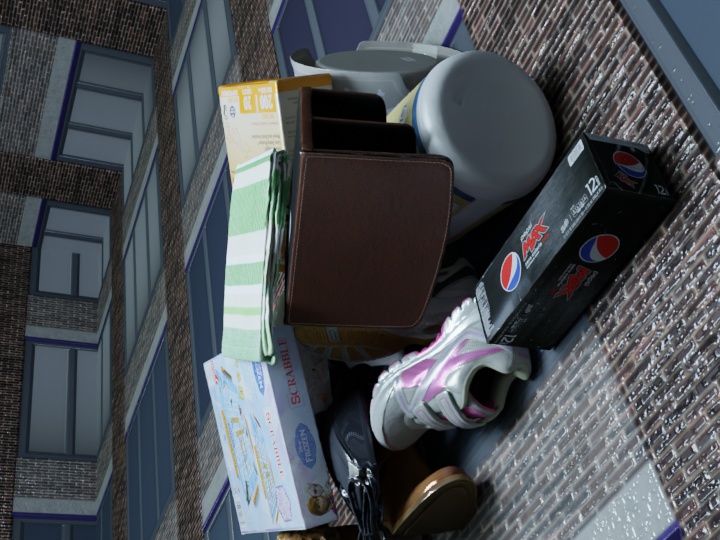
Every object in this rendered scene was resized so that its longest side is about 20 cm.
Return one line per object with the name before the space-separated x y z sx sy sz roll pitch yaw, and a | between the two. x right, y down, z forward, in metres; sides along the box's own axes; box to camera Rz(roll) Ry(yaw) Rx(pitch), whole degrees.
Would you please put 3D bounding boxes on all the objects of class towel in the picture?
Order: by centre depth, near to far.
towel | -0.105 -0.012 0.997 0.152 0.023 0.203 177 96 -67

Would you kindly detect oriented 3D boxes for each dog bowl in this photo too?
dog bowl | 0.020 -0.214 1.134 0.200 0.198 0.059 -130 37 -61

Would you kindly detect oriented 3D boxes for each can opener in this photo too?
can opener | -0.004 0.177 1.171 0.079 0.063 0.201 -118 16 -46

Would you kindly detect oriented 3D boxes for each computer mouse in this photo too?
computer mouse | -0.010 0.194 1.009 0.201 0.052 0.140 -101 3 -58

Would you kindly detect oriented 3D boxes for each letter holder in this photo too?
letter holder | 0.005 -0.052 0.932 0.101 0.140 0.201 -95 10 -48

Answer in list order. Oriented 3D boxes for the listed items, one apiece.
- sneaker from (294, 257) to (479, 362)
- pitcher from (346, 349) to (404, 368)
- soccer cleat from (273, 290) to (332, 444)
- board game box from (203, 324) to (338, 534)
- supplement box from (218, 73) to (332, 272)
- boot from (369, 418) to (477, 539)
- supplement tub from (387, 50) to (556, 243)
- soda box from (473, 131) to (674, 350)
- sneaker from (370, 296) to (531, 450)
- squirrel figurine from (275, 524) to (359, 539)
sneaker | 0.030 0.036 1.036 0.076 0.198 0.088 80 -176 -59
pitcher | 0.000 0.000 1.155 0.172 0.120 0.202 49 -142 -71
soccer cleat | -0.058 0.118 1.091 0.077 0.069 0.202 22 115 57
board game box | -0.102 0.176 1.078 0.199 0.041 0.202 -29 73 61
supplement box | -0.081 -0.104 1.082 0.125 0.073 0.202 9 110 53
boot | 0.054 0.208 1.057 0.201 0.076 0.157 108 156 -52
supplement tub | 0.084 -0.109 0.993 0.200 0.143 0.146 145 129 -60
soda box | 0.171 -0.018 0.842 0.201 0.070 0.064 120 148 -43
sneaker | 0.084 0.115 0.960 0.200 0.081 0.089 -49 42 27
squirrel figurine | -0.032 0.373 1.073 0.200 0.140 0.188 76 -178 -65
